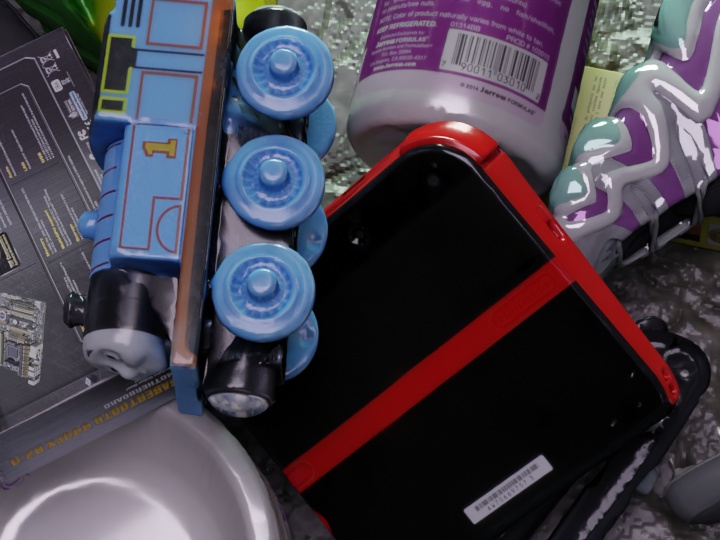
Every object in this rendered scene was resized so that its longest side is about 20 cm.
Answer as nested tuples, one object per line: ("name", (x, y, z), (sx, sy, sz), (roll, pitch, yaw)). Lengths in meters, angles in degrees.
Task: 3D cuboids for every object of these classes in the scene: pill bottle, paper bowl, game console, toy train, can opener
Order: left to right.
("paper bowl", (-0.130, 0.159, 0.996), (0.199, 0.104, 0.202), (-2, 71, 7))
("toy train", (-0.072, -0.032, 0.916), (0.113, 0.087, 0.202), (4, 69, 2))
("game console", (0.030, 0.045, 0.969), (0.200, 0.031, 0.177), (-39, 91, 29))
("pill bottle", (0.067, -0.144, 1.018), (0.111, 0.112, 0.202), (11, 72, 11))
("can opener", (0.106, 0.113, 1.002), (0.063, 0.079, 0.201), (32, 87, 14))

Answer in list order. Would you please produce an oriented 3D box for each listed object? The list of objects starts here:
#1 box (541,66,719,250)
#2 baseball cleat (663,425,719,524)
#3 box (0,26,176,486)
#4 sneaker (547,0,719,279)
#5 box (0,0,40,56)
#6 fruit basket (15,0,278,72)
("box", (0.148, -0.061, 1.064), (0.198, 0.050, 0.076), (11, 72, 12))
("baseball cleat", (0.254, 0.111, 0.979), (0.198, 0.070, 0.107), (-17, 69, 2))
("box", (-0.174, -0.005, 0.990), (0.157, 0.048, 0.201), (-27, 62, -6))
("sneaker", (0.179, -0.043, 0.985), (0.139, 0.078, 0.201), (27, 78, 16))
("box", (-0.233, -0.040, 1.093), (0.200, 0.079, 0.141), (-40, 74, -7))
("fruit basket", (-0.103, -0.164, 1.052), (0.214, 0.216, 0.156), (21, 75, 14))
